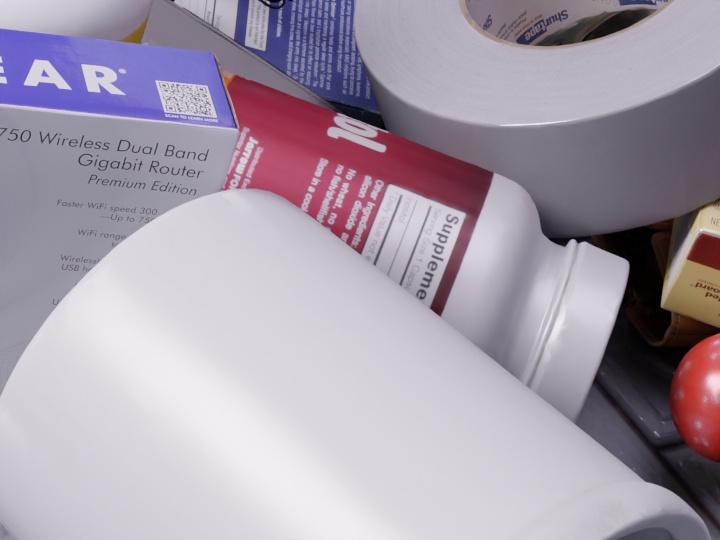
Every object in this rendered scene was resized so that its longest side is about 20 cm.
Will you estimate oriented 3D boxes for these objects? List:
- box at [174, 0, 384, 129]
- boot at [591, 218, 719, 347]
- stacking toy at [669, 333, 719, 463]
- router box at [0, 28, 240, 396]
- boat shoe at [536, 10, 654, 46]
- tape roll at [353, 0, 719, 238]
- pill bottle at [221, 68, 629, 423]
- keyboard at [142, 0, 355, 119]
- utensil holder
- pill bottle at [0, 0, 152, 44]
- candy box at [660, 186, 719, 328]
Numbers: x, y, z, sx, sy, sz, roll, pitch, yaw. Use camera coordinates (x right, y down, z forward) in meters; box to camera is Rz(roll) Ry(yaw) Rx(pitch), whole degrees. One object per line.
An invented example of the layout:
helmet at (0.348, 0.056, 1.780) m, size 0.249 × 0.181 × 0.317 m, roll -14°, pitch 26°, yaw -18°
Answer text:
box at (-0.052, -0.112, 1.337) m, size 0.200 × 0.032 × 0.121 m, roll 13°, pitch 37°, yaw -8°
boot at (0.167, -0.038, 1.317) m, size 0.155 × 0.074 × 0.200 m, roll -4°, pitch 40°, yaw -24°
stacking toy at (0.225, 0.066, 1.162) m, size 0.200 × 0.085 × 0.085 m, roll 13°, pitch 35°, yaw 7°
router box at (-0.163, -0.003, 1.020) m, size 0.200 × 0.180 × 0.049 m, roll 4°, pitch 38°, yaw -20°
boat shoe at (0.089, -0.077, 1.314) m, size 0.072 × 0.062 × 0.200 m, roll 52°, pitch 32°, yaw -16°
tape roll at (0.101, -0.104, 1.231) m, size 0.200 × 0.066 × 0.200 m, roll -11°, pitch 41°, yaw 10°
pill bottle at (0.000, 0.000, 1.150) m, size 0.200 × 0.113 × 0.113 m, roll 21°, pitch 36°, yaw 0°
keyboard at (-0.093, -0.107, 1.270) m, size 0.200 × 0.021 × 0.127 m, roll 33°, pitch 66°, yaw 2°
utensil holder at (-0.007, 0.089, 0.986) m, size 0.170 × 0.170 × 0.200 m, roll -21°, pitch 52°, yaw -42°
pill bottle at (-0.144, -0.091, 1.124) m, size 0.112 × 0.200 × 0.112 m, roll 13°, pitch 36°, yaw -10°
candy box at (0.204, -0.051, 1.256) m, size 0.115 × 0.055 × 0.200 m, roll 19°, pitch 46°, yaw -3°
